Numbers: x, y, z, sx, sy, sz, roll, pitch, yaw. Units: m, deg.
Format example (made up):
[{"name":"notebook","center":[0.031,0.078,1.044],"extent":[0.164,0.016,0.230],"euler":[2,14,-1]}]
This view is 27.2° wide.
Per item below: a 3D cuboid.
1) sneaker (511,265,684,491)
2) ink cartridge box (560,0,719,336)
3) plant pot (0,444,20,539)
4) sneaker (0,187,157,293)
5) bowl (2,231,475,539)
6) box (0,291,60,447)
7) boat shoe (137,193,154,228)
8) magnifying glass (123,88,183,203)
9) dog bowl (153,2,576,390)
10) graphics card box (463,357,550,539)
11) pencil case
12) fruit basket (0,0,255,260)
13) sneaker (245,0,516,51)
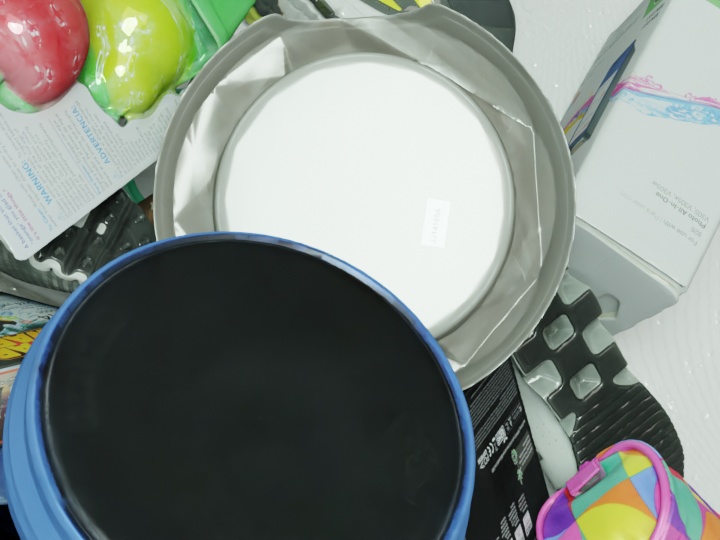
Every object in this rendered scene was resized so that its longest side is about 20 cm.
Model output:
[{"name":"sneaker","center":[0.117,0.075,0.841],"extent":[0.074,0.088,0.201],"euler":[-31,109,-17]},{"name":"ink cartridge box","center":[0.163,-0.070,0.847],"extent":[0.087,0.145,0.201],"euler":[31,70,-4]},{"name":"plant pot","center":[-0.231,0.179,0.659],"extent":[0.198,0.200,0.181],"euler":[0,70,-14]},{"name":"sneaker","center":[-0.193,-0.030,0.750],"extent":[0.199,0.091,0.067],"euler":[24,56,-3]},{"name":"bowl","center":[-0.045,0.069,0.613],"extent":[0.199,0.039,0.202],"euler":[10,52,-13]},{"name":"box","center":[-0.210,0.046,0.659],"extent":[0.199,0.136,0.040],"euler":[-13,112,-56]},{"name":"boat shoe","center":[-0.112,-0.009,0.785],"extent":[0.074,0.075,0.204],"euler":[20,76,3]},{"name":"magnifying glass","center":[-0.083,-0.006,0.834],"extent":[0.079,0.022,0.202],"euler":[-14,81,-14]},{"name":"dog bowl","center":[0.002,-0.031,0.723],"extent":[0.198,0.059,0.202],"euler":[0,87,0]},{"name":"graphics card box","center":[0.062,0.152,0.745],"extent":[0.051,0.125,0.202],"euler":[-10,104,25]},{"name":"pencil case","center":[0.176,0.165,0.779],"extent":[0.200,0.088,0.089],"euler":[40,66,-36]},{"name":"fruit basket","center":[-0.151,-0.128,0.710],"extent":[0.200,0.093,0.186],"euler":[-43,108,-40]},{"name":"sneaker","center":[0.005,-0.162,0.879],"extent":[0.199,0.074,0.085],"euler":[31,64,-14]}]
